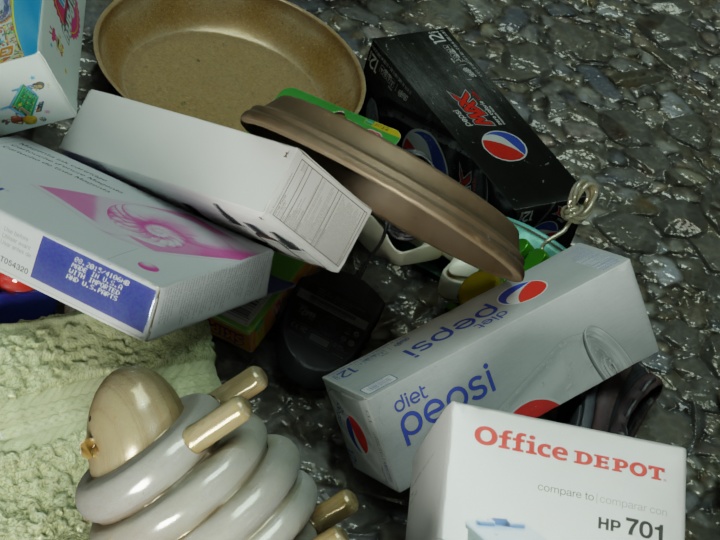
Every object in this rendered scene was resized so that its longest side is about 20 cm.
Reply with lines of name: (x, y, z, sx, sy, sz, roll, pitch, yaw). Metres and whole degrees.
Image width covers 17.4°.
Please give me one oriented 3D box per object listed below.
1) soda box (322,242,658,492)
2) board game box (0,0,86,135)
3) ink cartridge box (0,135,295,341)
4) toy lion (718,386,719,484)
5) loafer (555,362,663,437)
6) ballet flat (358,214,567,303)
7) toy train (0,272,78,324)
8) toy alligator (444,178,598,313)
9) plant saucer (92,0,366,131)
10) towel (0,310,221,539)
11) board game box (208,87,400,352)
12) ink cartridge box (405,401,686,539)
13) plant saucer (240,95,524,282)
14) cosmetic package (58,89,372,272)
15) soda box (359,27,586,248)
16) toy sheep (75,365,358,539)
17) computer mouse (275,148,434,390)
soda box: (0.082, 0.058, 1.451, 0.200, 0.068, 0.063, -26, 20, -21)
board game box: (-0.280, -0.145, 1.525, 0.199, 0.064, 0.148, -14, 47, 13)
ink cartridge box: (-0.159, -0.028, 1.433, 0.196, 0.043, 0.200, 24, 19, 19)
toy lion: (0.326, 0.127, 1.536, 0.199, 0.069, 0.192, 4, 48, -17)
loafer: (0.154, 0.112, 1.475, 0.063, 0.072, 0.200, 22, 36, -2)
ballet flat: (0.057, -0.014, 1.592, 0.200, 0.067, 0.070, 29, 49, 21)
toy train: (-0.229, 0.014, 1.445, 0.200, 0.085, 0.116, -9, 29, -35)
toy alligator: (0.086, 0.019, 1.529, 0.054, 0.059, 0.200, 14, 65, 45)
plant saucer: (-0.097, -0.138, 1.696, 0.200, 0.036, 0.200, 11, 39, -9)
towel: (-0.160, 0.089, 1.371, 0.200, 0.036, 0.149, -10, 68, -32)
board game box: (-0.060, -0.038, 1.554, 0.095, 0.030, 0.200, 24, 57, 19)
ink cartridge box: (0.099, 0.189, 1.307, 0.146, 0.086, 0.200, 11, 60, -8)
plant saucer: (0.018, -0.053, 1.444, 0.200, 0.030, 0.200, 31, -3, 2)
cosmetic package: (-0.094, -0.057, 1.472, 0.200, 0.083, 0.051, 18, 74, 44)
soda box: (0.076, -0.087, 1.682, 0.071, 0.063, 0.200, -11, 47, -31)
toy sheep: (-0.080, 0.137, 1.294, 0.200, 0.138, 0.138, 55, 42, -8)
computer mouse: (0.000, 0.000, 1.539, 0.059, 0.034, 0.200, 29, 57, 3)
